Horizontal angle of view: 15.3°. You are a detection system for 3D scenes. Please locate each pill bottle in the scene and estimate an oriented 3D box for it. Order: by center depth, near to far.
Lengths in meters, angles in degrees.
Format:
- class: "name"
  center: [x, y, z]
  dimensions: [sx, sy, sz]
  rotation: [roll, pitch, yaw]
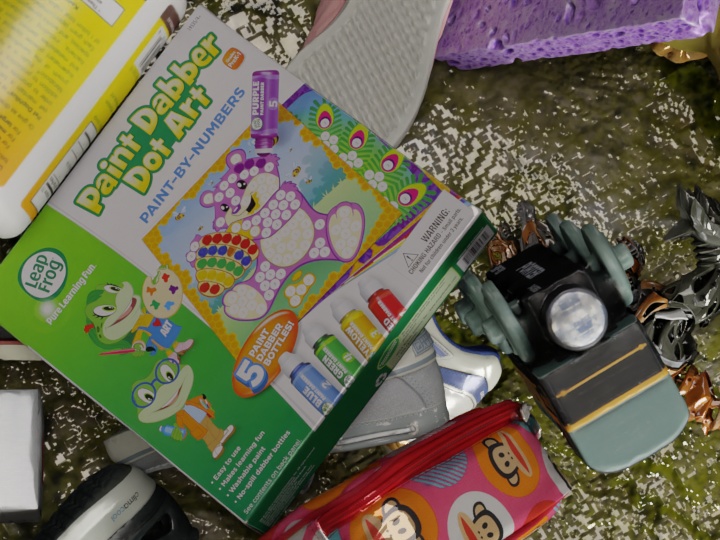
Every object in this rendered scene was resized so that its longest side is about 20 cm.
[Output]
- class: "pill bottle"
  center: [-0.187, -0.094, 1.390]
  dimensions: [0.109, 0.109, 0.200]
  rotation: [36, 80, 2]

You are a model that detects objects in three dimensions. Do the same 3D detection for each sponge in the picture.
- class: "sponge"
  center: [0.122, -0.175, 1.484]
  dimensions: [0.030, 0.199, 0.112]
  rotation: [21, 74, -38]

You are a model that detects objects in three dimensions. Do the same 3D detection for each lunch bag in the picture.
- class: "lunch bag"
  center: [0.015, 0.146, 1.388]
  dimensions: [0.176, 0.200, 0.082]
  rotation: [-25, 79, -47]

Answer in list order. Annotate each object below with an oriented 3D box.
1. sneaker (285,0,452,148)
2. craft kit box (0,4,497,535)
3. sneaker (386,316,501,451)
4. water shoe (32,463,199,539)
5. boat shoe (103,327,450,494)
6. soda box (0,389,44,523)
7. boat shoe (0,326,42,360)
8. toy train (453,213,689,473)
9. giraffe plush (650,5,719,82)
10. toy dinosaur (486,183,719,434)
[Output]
- class: "sneaker"
  center: [0.000, -0.112, 1.491]
  dimensions: [0.075, 0.105, 0.201]
  rotation: [26, 71, -3]
- class: "craft kit box"
  center: [-0.066, -0.003, 1.386]
  dimensions: [0.197, 0.049, 0.200]
  rotation: [36, 87, 22]
- class: "sneaker"
  center: [0.000, 0.000, 1.482]
  dimensions: [0.088, 0.075, 0.200]
  rotation: [-35, 94, 1]
- class: "water shoe"
  center: [-0.166, 0.196, 1.426]
  dimensions: [0.079, 0.071, 0.200]
  rotation: [44, 85, -13]
- class: "boat shoe"
  center: [-0.045, 0.087, 1.433]
  dimensions: [0.200, 0.070, 0.072]
  rotation: [-18, 95, 24]
- class: "soda box"
  center: [-0.270, 0.100, 1.439]
  dimensions: [0.199, 0.063, 0.069]
  rotation: [1, 78, -6]
- class: "boat shoe"
  center: [-0.230, 0.017, 1.455]
  dimensions: [0.199, 0.071, 0.063]
  rotation: [1, 93, -12]
- class: "toy train"
  center: [0.108, 0.038, 1.387]
  dimensions: [0.085, 0.200, 0.114]
  rotation: [-29, 96, -2]
- class: "giraffe plush"
  center: [0.221, -0.158, 1.519]
  dimensions: [0.162, 0.172, 0.200]
  rotation: [39, 105, 13]
- class: "toy dinosaur"
  center: [0.168, 0.025, 1.504]
  dimensions: [0.200, 0.102, 0.136]
  rotation: [36, 99, -12]
